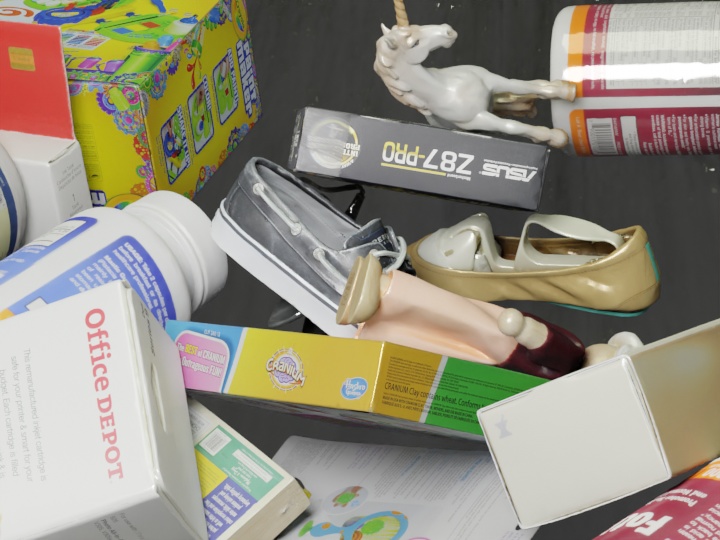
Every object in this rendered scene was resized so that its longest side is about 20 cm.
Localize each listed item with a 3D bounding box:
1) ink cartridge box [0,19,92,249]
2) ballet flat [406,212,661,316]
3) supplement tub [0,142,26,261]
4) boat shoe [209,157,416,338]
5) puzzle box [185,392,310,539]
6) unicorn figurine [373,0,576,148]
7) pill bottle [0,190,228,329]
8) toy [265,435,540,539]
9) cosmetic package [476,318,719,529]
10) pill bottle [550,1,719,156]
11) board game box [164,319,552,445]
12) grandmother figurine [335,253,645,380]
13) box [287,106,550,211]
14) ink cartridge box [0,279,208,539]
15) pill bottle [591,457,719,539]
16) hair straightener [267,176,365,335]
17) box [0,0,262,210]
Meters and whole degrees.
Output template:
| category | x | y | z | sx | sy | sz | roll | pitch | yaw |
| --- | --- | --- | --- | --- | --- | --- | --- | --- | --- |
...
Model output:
| category | x | y | z | sx | sy | sz | roll | pitch | yaw |
| --- | --- | --- | --- | --- | --- | --- | --- | --- | --- |
| ink cartridge box | -0.288 | -0.092 | 1.914 | 0.200 | 0.176 | 0.045 | 8 | 32 | 27 |
| ballet flat | 0.100 | -0.011 | 1.790 | 0.200 | 0.063 | 0.069 | 2 | 30 | 18 |
| supplement tub | -0.334 | -0.017 | 1.824 | 0.145 | 0.145 | 0.200 | 10 | 34 | 29 |
| boat shoe | 0.000 | 0.000 | 1.713 | 0.200 | 0.068 | 0.072 | 36 | 26 | 13 |
| puzzle box | -0.133 | 0.132 | 1.588 | 0.133 | 0.025 | 0.200 | -41 | 39 | -13 |
| unicorn figurine | 0.075 | -0.121 | 1.831 | 0.137 | 0.200 | 0.074 | 11 | 74 | 1 |
| pill bottle | -0.179 | 0.028 | 1.741 | 0.112 | 0.112 | 0.200 | 17 | 37 | 37 |
| toy | 0.019 | 0.147 | 1.548 | 0.200 | 0.047 | 0.115 | 5 | 35 | 31 |
| cosmetic package | 0.163 | 0.077 | 1.502 | 0.105 | 0.071 | 0.200 | -23 | -5 | 35 |
| pill bottle | 0.240 | -0.136 | 1.931 | 0.200 | 0.110 | 0.110 | 0 | 30 | 13 |
| board game box | 0.001 | 0.067 | 1.571 | 0.153 | 0.040 | 0.200 | 15 | -7 | -40 |
| grandmother figurine | 0.087 | 0.044 | 1.637 | 0.200 | 0.061 | 0.121 | 19 | 3 | -8 |
| box | 0.035 | -0.075 | 1.811 | 0.161 | 0.049 | 0.200 | 12 | 2 | -4 |
| ink cartridge box | -0.197 | 0.110 | 1.531 | 0.200 | 0.088 | 0.145 | -20 | 55 | 11 |
| pill bottle | 0.149 | 0.184 | 1.380 | 0.200 | 0.114 | 0.114 | -28 | 35 | -33 |
| hair straightener | -0.028 | -0.015 | 1.813 | 0.041 | 0.077 | 0.200 | -22 | 24 | 25 |
| box | -0.205 | -0.131 | 2.017 | 0.200 | 0.122 | 0.193 | 4 | 32 | 22 |
